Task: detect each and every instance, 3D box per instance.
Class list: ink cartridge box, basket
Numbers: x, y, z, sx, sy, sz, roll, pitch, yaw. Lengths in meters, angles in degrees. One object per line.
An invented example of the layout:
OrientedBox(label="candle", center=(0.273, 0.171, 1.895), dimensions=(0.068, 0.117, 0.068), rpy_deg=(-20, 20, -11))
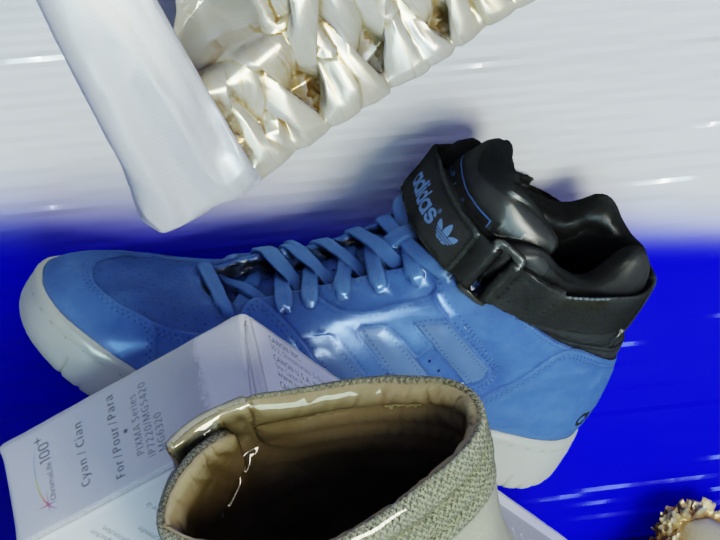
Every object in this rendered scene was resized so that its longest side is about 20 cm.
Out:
OrientedBox(label="ink cartridge box", center=(-0.049, 0.107, 0.959), dimensions=(0.176, 0.045, 0.200), rpy_deg=(-30, 141, 19))
OrientedBox(label="basket", center=(-0.045, -0.126, 0.793), dimensions=(0.123, 0.200, 0.136), rpy_deg=(-27, 122, -2))

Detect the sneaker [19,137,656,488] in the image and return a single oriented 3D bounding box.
OrientedBox(label="sneaker", center=(0.000, -0.001, 0.941), dimensions=(0.200, 0.077, 0.111), rpy_deg=(15, 121, -25))

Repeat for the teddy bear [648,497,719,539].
OrientedBox(label="teddy bear", center=(0.071, 0.161, 1.069), dimensions=(0.145, 0.067, 0.200), rpy_deg=(33, 102, -36))

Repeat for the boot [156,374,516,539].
OrientedBox(label="boot", center=(-0.041, 0.109, 0.868), dimensions=(0.200, 0.072, 0.155), rpy_deg=(-23, 144, 0))
